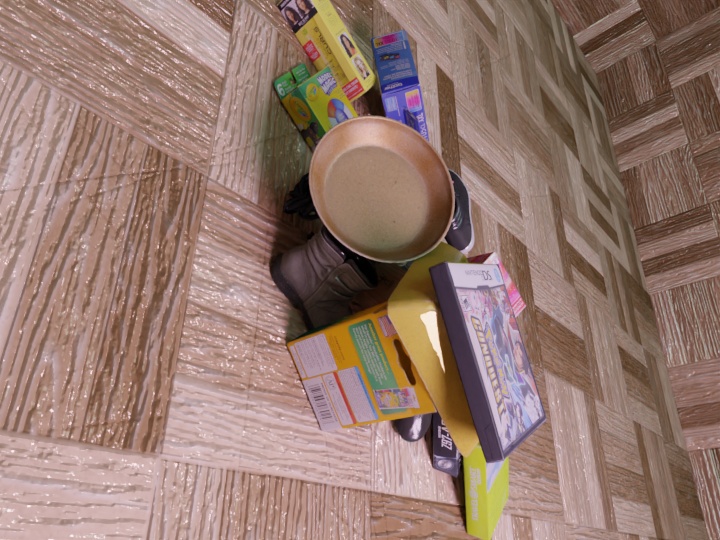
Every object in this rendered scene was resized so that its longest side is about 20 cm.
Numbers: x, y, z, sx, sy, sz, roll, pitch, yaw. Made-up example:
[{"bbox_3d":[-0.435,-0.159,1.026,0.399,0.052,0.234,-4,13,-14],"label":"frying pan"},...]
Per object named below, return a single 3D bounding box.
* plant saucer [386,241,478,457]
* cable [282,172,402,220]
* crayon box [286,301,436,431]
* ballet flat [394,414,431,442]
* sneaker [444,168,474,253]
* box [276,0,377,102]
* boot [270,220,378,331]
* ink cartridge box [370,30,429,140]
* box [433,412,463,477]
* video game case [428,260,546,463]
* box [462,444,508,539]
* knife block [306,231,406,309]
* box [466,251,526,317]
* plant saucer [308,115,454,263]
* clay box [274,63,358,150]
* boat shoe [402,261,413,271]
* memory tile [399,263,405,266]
[{"bbox_3d":[0.122,0.077,0.665,0.204,0.047,0.200,62,30,-13],"label":"plant saucer"},{"bbox_3d":[-0.026,-0.133,0.799,0.164,0.195,0.052,-129,-162,-55],"label":"cable"},{"bbox_3d":[0.006,0.119,0.682,0.051,0.197,0.129,-24,91,-48],"label":"crayon box"},{"bbox_3d":[0.093,0.167,0.877,0.066,0.070,0.204,15,46,1],"label":"ballet flat"},{"bbox_3d":[0.167,-0.140,1.049,0.099,0.069,0.206,47,30,-49],"label":"sneaker"},{"bbox_3d":[-0.056,-0.392,0.955,0.202,0.074,0.050,55,47,-19],"label":"box"},{"bbox_3d":[-0.023,0.037,0.743,0.201,0.128,0.069,51,41,-21],"label":"boot"},{"bbox_3d":[0.075,-0.319,1.017,0.138,0.074,0.205,68,14,-53],"label":"ink cartridge box"},{"bbox_3d":[0.177,0.210,0.925,0.200,0.042,0.166,-42,135,-50],"label":"box"},{"bbox_3d":[0.152,0.091,0.633,0.179,0.025,0.207,2,70,-58],"label":"video game case"},{"bbox_3d":[0.211,0.320,0.914,0.121,0.046,0.207,-33,122,-53],"label":"box"},{"bbox_3d":[0.000,0.000,0.839,0.175,0.064,0.201,40,-13,25],"label":"knife block"},{"bbox_3d":[0.139,0.077,0.814,0.199,0.094,0.104,-40,102,-25],"label":"box"},{"bbox_3d":[0.026,-0.101,0.706,0.193,0.036,0.208,6,69,-15],"label":"plant saucer"},{"bbox_3d":[-0.051,-0.247,0.913,0.203,0.047,0.116,57,38,-18],"label":"clay box"},{"bbox_3d":[0.131,-0.015,1.023,0.197,0.058,0.075,6,69,-50],"label":"boat shoe"},{"bbox_3d":[0.050,-0.085,0.952,0.198,0.017,0.156,-28,84,-45],"label":"memory tile"}]
